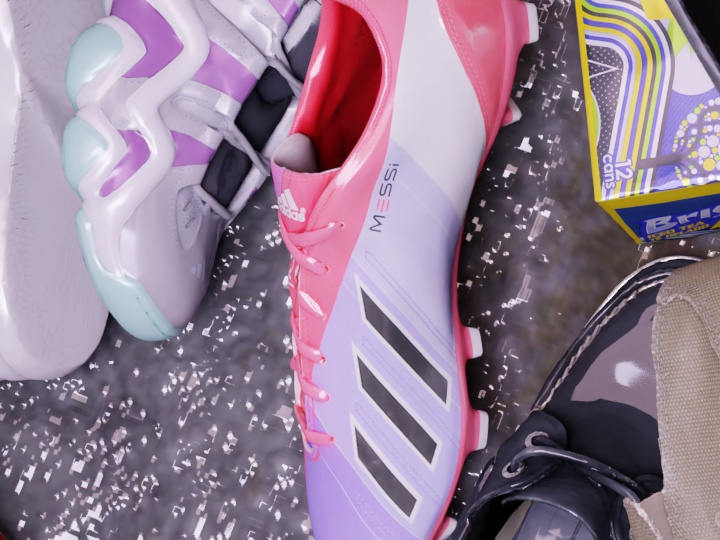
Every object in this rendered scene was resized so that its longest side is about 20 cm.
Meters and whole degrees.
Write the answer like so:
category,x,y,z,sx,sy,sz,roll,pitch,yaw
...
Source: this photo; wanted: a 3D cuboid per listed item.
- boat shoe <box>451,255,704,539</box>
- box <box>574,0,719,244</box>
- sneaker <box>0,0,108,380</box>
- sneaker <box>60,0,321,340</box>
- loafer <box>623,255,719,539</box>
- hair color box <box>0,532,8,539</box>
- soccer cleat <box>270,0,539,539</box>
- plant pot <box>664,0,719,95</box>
category,x,y,z,sx,sy,sz,roll,pitch,yaw
boat shoe,0.062,0.085,0.877,0.074,0.066,0.200,28,87,21
box,0.101,-0.115,0.910,0.070,0.064,0.201,-8,75,15
sneaker,-0.128,-0.063,0.971,0.088,0.075,0.201,-6,73,36
sneaker,-0.015,-0.077,0.929,0.139,0.078,0.202,0,79,18
loafer,0.115,0.082,0.840,0.067,0.076,0.201,16,110,37
hair color box,-0.211,0.133,0.942,0.102,0.061,0.200,44,96,13
soccer cleat,0.000,0.000,0.883,0.067,0.076,0.201,28,112,54
plant pot,0.187,-0.144,0.799,0.199,0.177,0.201,-32,86,32
